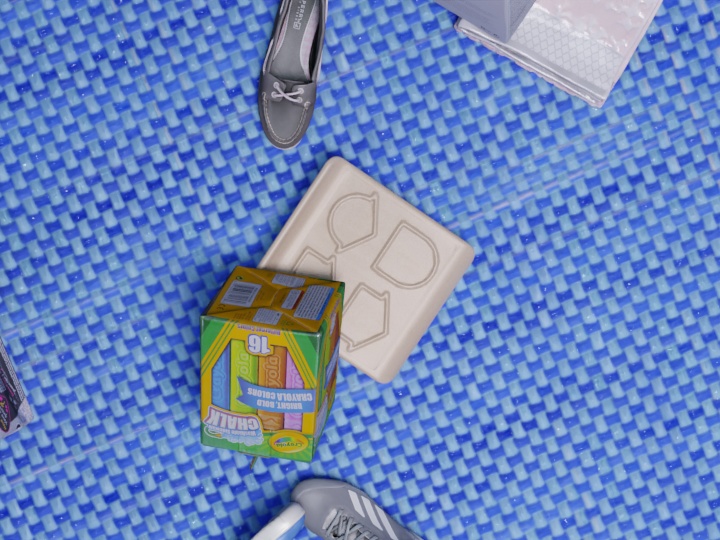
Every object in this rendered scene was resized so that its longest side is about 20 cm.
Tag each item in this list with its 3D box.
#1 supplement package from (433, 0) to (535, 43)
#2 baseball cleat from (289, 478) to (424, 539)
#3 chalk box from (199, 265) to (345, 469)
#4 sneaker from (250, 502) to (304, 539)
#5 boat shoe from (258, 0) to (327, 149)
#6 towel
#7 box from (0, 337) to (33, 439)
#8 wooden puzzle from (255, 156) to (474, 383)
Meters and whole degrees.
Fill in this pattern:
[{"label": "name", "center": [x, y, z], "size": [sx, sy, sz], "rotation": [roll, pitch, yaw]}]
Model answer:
[{"label": "supplement package", "center": [0.103, -0.360, 0.813], "size": [0.191, 0.200, 0.147], "rotation": [33, 93, 10]}, {"label": "baseball cleat", "center": [0.012, 0.298, 0.915], "size": [0.200, 0.106, 0.070], "rotation": [28, 91, -3]}, {"label": "chalk box", "center": [-0.092, 0.116, 0.872], "size": [0.124, 0.125, 0.201], "rotation": [8, 116, 7]}, {"label": "sneaker", "center": [-0.098, 0.357, 0.916], "size": [0.111, 0.077, 0.200], "rotation": [41, 102, 9]}, {"label": "boat shoe", "center": [-0.075, -0.235, 0.906], "size": [0.067, 0.057, 0.201], "rotation": [11, 93, -2]}, {"label": "towel", "center": [0.230, -0.311, 0.923], "size": [0.200, 0.032, 0.191], "rotation": [27, 92, -4]}, {"label": "box", "center": [-0.486, 0.154, 0.890], "size": [0.199, 0.115, 0.133], "rotation": [-22, 93, 0]}, {"label": "wooden puzzle", "center": [0.000, 0.000, 0.931], "size": [0.200, 0.046, 0.186], "rotation": [34, 92, -8]}]
